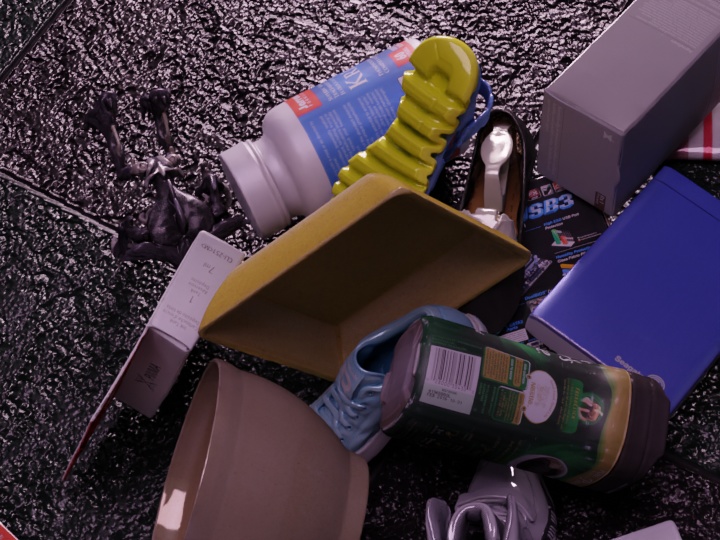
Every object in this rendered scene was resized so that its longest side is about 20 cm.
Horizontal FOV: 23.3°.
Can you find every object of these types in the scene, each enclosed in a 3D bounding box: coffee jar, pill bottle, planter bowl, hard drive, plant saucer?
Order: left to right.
[{"bbox_3d":[-0.073,0.180,1.311,0.134,0.200,0.201,16,59,-12],"label":"planter bowl"},{"bbox_3d":[-0.016,-0.108,1.506,0.199,0.112,0.112,-28,58,-8],"label":"pill bottle"},{"bbox_3d":[0.000,0.000,1.324,0.200,0.200,0.049,-35,60,21],"label":"plant saucer"},{"bbox_3d":[0.120,0.100,1.276,0.199,0.104,0.086,16,70,-10],"label":"coffee jar"},{"bbox_3d":[0.240,0.016,1.386,0.132,0.025,0.200,36,58,15],"label":"hard drive"}]

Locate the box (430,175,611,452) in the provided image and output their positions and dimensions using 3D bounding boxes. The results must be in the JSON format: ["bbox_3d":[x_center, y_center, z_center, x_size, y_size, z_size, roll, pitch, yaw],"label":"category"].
[{"bbox_3d":[0.124,0.028,1.435,0.199,0.050,0.199,-18,56,0],"label":"box"}]

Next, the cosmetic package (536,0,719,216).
[{"bbox_3d":[0.236,-0.153,1.448,0.090,0.107,0.200,35,59,25],"label":"cosmetic package"}]

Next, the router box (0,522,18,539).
[{"bbox_3d":[-0.244,0.244,1.281,0.179,0.200,0.049,36,72,27],"label":"router box"}]

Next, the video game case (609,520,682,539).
[{"bbox_3d":[0.179,0.298,1.274,0.181,0.024,0.201,-18,56,-1],"label":"video game case"}]

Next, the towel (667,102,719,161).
[{"bbox_3d":[0.349,-0.158,1.523,0.199,0.023,0.145,1,60,11],"label":"towel"}]

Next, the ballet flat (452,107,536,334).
[{"bbox_3d":[0.102,-0.046,1.417,0.068,0.069,0.201,1,60,12],"label":"ballet flat"}]

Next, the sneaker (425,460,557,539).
[{"bbox_3d":[0.098,0.185,1.284,0.075,0.115,0.201,-4,41,15],"label":"sneaker"}]

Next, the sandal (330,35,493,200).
[{"bbox_3d":[0.049,-0.096,1.432,0.079,0.087,0.200,43,111,21],"label":"sandal"}]

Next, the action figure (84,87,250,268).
[{"bbox_3d":[-0.167,-0.060,1.514,0.118,0.102,0.201,-18,66,-9],"label":"action figure"}]

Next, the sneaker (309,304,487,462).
[{"bbox_3d":[0.002,0.088,1.366,0.200,0.082,0.074,-42,50,17],"label":"sneaker"}]

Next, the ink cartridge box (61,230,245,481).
[{"bbox_3d":[-0.164,0.079,1.371,0.043,0.200,0.174,29,66,-4],"label":"ink cartridge box"}]
